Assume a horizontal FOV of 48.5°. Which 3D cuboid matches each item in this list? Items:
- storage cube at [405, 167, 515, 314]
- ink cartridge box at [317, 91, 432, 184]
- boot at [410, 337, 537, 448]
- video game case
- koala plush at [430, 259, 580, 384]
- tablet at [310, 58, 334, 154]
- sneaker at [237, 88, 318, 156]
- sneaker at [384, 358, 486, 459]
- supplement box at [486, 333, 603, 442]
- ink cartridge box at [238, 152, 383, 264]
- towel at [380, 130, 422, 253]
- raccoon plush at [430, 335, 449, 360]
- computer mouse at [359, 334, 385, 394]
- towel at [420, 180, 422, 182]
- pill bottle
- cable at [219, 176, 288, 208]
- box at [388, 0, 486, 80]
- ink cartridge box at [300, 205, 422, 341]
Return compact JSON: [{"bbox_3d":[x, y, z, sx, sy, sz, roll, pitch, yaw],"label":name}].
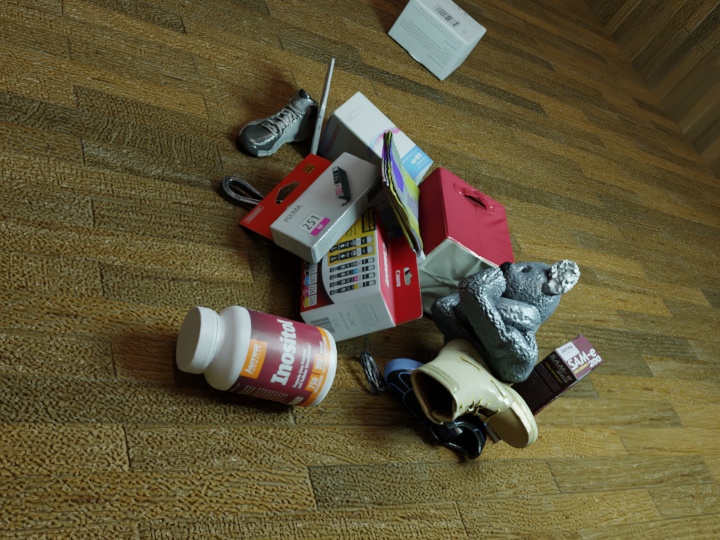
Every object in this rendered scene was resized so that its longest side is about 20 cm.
[{"bbox_3d":[0.156,-0.040,1.442,0.170,0.200,0.181,27,41,-26],"label":"storage cube"},{"bbox_3d":[0.024,-0.222,1.543,0.200,0.145,0.085,43,64,3],"label":"ink cartridge box"},{"bbox_3d":[0.170,0.204,1.195,0.201,0.073,0.155,52,31,9],"label":"boot"},{"bbox_3d":[0.025,-0.064,1.402,0.018,0.142,0.202,42,25,-48],"label":"video game case"},{"bbox_3d":[0.252,0.060,1.291,0.199,0.177,0.184,-37,86,-26],"label":"koala plush"},{"bbox_3d":[-0.076,-0.320,1.585,0.013,0.131,0.201,11,41,-5],"label":"tablet"},{"bbox_3d":[-0.145,-0.289,1.496,0.075,0.116,0.200,44,35,6],"label":"sneaker"},{"bbox_3d":[0.118,0.216,1.247,0.199,0.070,0.078,34,30,-10],"label":"sneaker"},{"bbox_3d":[0.294,0.195,1.318,0.108,0.200,0.061,-17,63,-49],"label":"supplement box"},{"bbox_3d":[-0.080,-0.120,1.310,0.172,0.044,0.200,27,60,27],"label":"ink cartridge box"},{"bbox_3d":[0.070,-0.132,1.321,0.201,0.023,0.145,-86,152,-56],"label":"towel"},{"bbox_3d":[0.195,0.144,1.415,0.133,0.098,0.200,25,6,1],"label":"raccoon plush"},{"bbox_3d":[0.000,0.109,1.291,0.058,0.034,0.202,33,36,-48],"label":"computer mouse"},{"bbox_3d":[0.052,-0.250,1.649,0.200,0.023,0.153,44,0,4],"label":"towel"},{"bbox_3d":[-0.140,0.113,1.080,0.198,0.113,0.114,17,42,-29],"label":"pill bottle"},{"bbox_3d":[-0.149,-0.102,1.381,0.198,0.050,0.098,8,63,-21],"label":"cable"},{"bbox_3d":[0.213,-0.654,2.195,0.199,0.131,0.200,41,35,0],"label":"box"},{"bbox_3d":[0.000,0.000,1.267,0.201,0.173,0.084,-93,164,-46],"label":"ink cartridge box"}]
